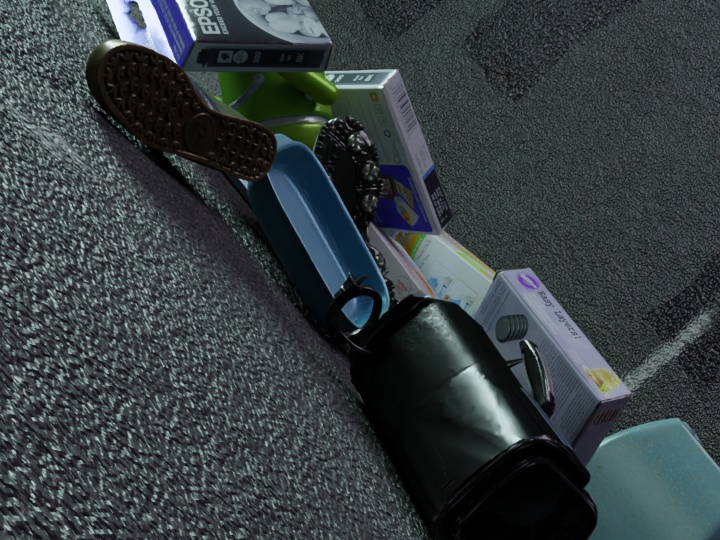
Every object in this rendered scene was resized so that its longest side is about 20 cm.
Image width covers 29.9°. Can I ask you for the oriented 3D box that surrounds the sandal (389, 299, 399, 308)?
[{"bbox_3d":[0.000,0.000,1.427,0.200,0.043,0.076,41,10,2],"label":"sandal"}]

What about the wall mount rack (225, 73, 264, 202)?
[{"bbox_3d":[-0.108,-0.115,1.320,0.200,0.074,0.174,49,30,-1],"label":"wall mount rack"}]

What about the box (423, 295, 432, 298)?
[{"bbox_3d":[0.082,0.108,1.263,0.078,0.095,0.200,56,10,30],"label":"box"}]

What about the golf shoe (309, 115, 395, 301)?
[{"bbox_3d":[-0.023,-0.052,1.325,0.088,0.076,0.202,-155,-124,-62],"label":"golf shoe"}]

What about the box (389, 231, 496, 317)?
[{"bbox_3d":[0.119,0.033,1.691,0.200,0.102,0.112,40,11,28],"label":"box"}]

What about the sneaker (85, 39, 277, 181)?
[{"bbox_3d":[-0.163,-0.133,1.110,0.089,0.068,0.199,25,-2,43],"label":"sneaker"}]

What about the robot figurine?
[{"bbox_3d":[-0.092,-0.189,1.467,0.115,0.175,0.202,-4,81,-42],"label":"robot figurine"}]

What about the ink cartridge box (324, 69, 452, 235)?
[{"bbox_3d":[-0.007,-0.137,1.564,0.199,0.043,0.199,6,-49,41],"label":"ink cartridge box"}]

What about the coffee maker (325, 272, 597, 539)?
[{"bbox_3d":[0.070,0.124,1.040,0.191,0.136,0.200,19,21,-30],"label":"coffee maker"}]

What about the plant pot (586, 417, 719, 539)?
[{"bbox_3d":[0.342,0.286,1.583,0.196,0.200,0.196,53,7,24],"label":"plant pot"}]

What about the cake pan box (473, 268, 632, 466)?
[{"bbox_3d":[0.166,0.132,1.372,0.052,0.201,0.185,-5,44,-35],"label":"cake pan box"}]

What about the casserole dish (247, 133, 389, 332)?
[{"bbox_3d":[-0.041,-0.026,1.217,0.201,0.039,0.121,61,23,-3],"label":"casserole dish"}]

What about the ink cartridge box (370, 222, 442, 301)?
[{"bbox_3d":[0.028,0.011,1.551,0.115,0.068,0.200,52,7,19],"label":"ink cartridge box"}]

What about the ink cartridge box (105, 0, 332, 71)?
[{"bbox_3d":[-0.152,-0.268,1.357,0.198,0.044,0.199,-5,43,-24],"label":"ink cartridge box"}]
